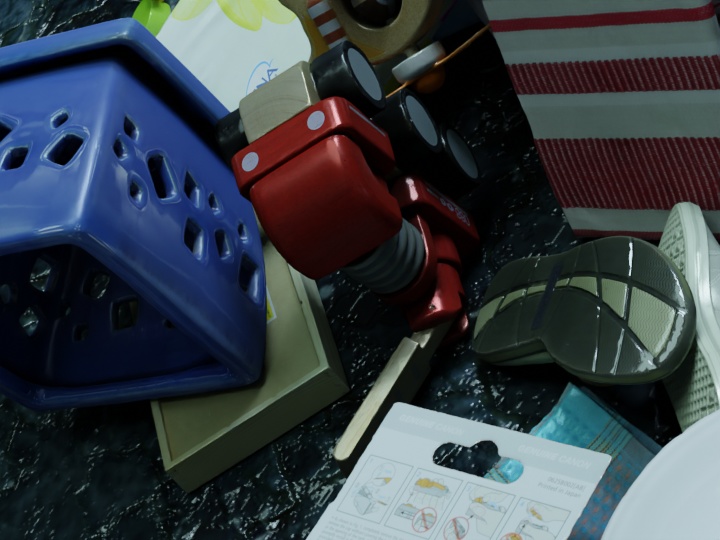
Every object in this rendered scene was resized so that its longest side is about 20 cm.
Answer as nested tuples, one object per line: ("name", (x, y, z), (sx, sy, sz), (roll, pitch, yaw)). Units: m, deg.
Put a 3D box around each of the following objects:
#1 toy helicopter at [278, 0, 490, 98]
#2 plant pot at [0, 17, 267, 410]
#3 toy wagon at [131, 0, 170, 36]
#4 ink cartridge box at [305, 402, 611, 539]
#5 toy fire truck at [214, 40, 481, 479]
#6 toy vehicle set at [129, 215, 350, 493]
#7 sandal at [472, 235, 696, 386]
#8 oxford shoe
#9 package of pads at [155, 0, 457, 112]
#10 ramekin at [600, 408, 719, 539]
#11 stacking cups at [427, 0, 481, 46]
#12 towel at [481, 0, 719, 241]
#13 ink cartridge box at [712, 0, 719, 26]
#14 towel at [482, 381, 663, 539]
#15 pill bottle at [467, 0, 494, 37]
("toy helicopter", (-0.002, -0.134, 1.190), (0.079, 0.132, 0.200), (-41, -18, -51))
("plant pot", (-0.174, -0.038, 1.198), (0.199, 0.200, 0.181), (-9, 56, 30))
("toy wagon", (-0.177, -0.118, 1.396), (0.201, 0.039, 0.155), (-64, 25, 11))
("ink cartridge box", (0.031, 0.174, 0.988), (0.162, 0.057, 0.200), (11, 54, 45))
("toy fire truck", (0.000, 0.000, 1.118), (0.128, 0.176, 0.201), (-30, 55, 20))
("toy vehicle set", (-0.085, 0.039, 1.250), (0.124, 0.027, 0.200), (-32, 39, 10))
("sandal", (0.128, 0.027, 1.049), (0.080, 0.057, 0.201), (-64, 20, -9))
("oxford shoe", (0.192, 0.036, 1.009), (0.057, 0.075, 0.200), (4, 34, -7))
("package of pads", (-0.036, -0.175, 1.297), (0.154, 0.068, 0.200), (37, 96, 19))
("ramekin", (0.207, 0.155, 0.846), (0.202, 0.094, 0.203), (-22, 41, 21))
("stacking cups", (0.063, -0.184, 1.329), (0.199, 0.061, 0.061), (-18, 43, 18))
("towel", (0.148, -0.103, 1.065), (0.144, 0.201, 0.023), (4, 38, 42))
("ink cartridge box", (0.200, -0.200, 1.098), (0.068, 0.200, 0.116), (-46, 2, 1))
("towel", (0.088, 0.160, 0.998), (0.200, 0.022, 0.147), (-45, 38, -5))
("pill bottle", (0.166, -0.214, 1.215), (0.200, 0.120, 0.120), (-38, 38, 2))
